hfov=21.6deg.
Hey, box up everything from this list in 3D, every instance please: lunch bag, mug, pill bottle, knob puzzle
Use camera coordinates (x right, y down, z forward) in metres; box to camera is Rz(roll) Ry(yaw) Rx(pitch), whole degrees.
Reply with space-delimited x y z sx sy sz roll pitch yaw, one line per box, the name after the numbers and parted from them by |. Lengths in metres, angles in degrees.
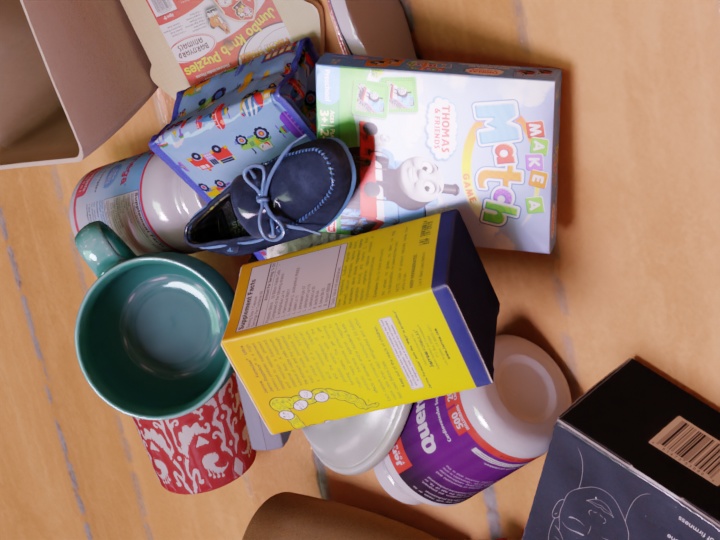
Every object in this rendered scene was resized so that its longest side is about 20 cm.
-0.066 -0.089 1.716 0.151 0.094 0.200 -19 121 32 | lunch bag
-0.187 0.043 1.789 0.152 0.114 0.185 -2 94 5 | mug
-0.192 0.113 1.971 0.178 0.133 0.200 -135 26 -62 | mug
-0.189 -0.066 1.846 0.200 0.109 0.109 -12 106 47 | pill bottle
-0.111 -0.209 1.727 0.220 0.030 0.220 12 122 20 | knob puzzle
0.093 0.143 1.698 0.112 0.112 0.200 54 139 3 | pill bottle

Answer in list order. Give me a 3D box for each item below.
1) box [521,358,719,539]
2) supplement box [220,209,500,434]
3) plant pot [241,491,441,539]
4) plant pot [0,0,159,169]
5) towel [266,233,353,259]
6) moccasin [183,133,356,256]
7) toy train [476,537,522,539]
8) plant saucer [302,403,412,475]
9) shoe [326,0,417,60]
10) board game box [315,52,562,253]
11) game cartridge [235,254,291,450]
0.253 0.218 1.580 0.200 0.124 0.197 33 133 25 | box
0.002 0.044 1.558 0.200 0.109 0.110 -14 123 18 | supplement box
0.006 0.316 1.865 0.200 0.186 0.186 -1 114 30 | plant pot
-0.292 -0.223 1.793 0.200 0.177 0.200 -2 114 46 | plant pot
-0.018 0.011 1.652 0.132 0.034 0.200 6 101 14 | towel
-0.078 -0.050 1.583 0.200 0.068 0.080 -35 72 49 | moccasin
0.148 0.341 1.781 0.114 0.085 0.200 -9 108 0 | toy train
-0.019 0.088 1.742 0.200 0.050 0.200 -21 65 55 | plant saucer
0.003 -0.165 1.620 0.091 0.071 0.200 -15 109 42 | shoe
0.063 -0.097 1.560 0.200 0.037 0.151 5 113 13 | board game box
-0.088 0.080 1.788 0.040 0.200 0.133 -11 114 8 | game cartridge
